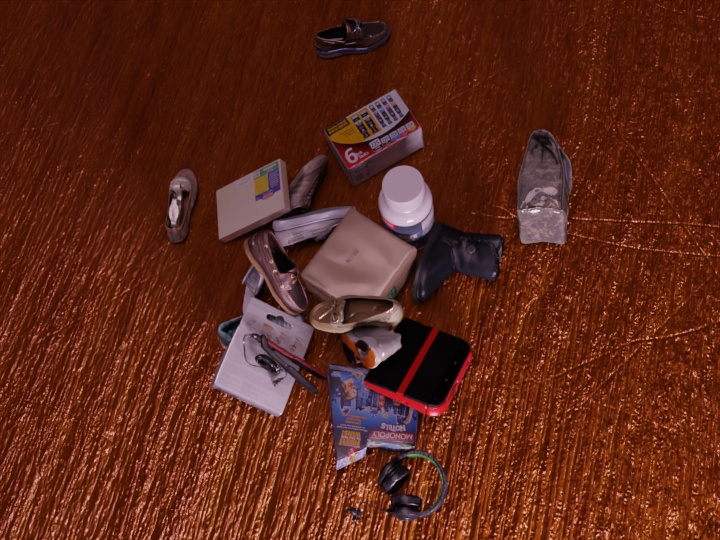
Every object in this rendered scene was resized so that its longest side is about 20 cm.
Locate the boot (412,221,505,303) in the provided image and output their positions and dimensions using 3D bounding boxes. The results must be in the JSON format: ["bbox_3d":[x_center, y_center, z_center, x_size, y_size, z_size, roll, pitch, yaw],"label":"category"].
[{"bbox_3d":[0.213,-0.006,1.691,0.165,0.077,0.203,14,63,19],"label":"boot"}]

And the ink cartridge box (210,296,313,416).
[{"bbox_3d":[-0.205,0.182,1.653,0.158,0.047,0.203,27,67,-14],"label":"ink cartridge box"}]

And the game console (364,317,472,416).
[{"bbox_3d":[0.123,0.194,1.609,0.174,0.031,0.201,18,47,20],"label":"game console"}]

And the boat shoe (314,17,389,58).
[{"bbox_3d":[-0.021,-0.597,1.996,0.196,0.073,0.073,-18,64,1],"label":"boat shoe"}]

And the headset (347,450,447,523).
[{"bbox_3d":[0.071,0.426,1.512,0.197,0.094,0.125,-27,64,4],"label":"headset"}]

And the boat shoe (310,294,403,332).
[{"bbox_3d":[-0.014,0.079,1.582,0.196,0.063,0.075,-8,67,15],"label":"boat shoe"}]

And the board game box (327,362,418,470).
[{"bbox_3d":[0.015,0.303,1.581,0.195,0.062,0.203,8,60,2],"label":"board game box"}]

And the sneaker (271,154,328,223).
[{"bbox_3d":[-0.133,-0.180,1.839,0.075,0.070,0.200,43,85,9],"label":"sneaker"}]

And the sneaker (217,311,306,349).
[{"bbox_3d":[-0.215,0.128,1.695,0.196,0.087,0.079,-14,64,2],"label":"sneaker"}]

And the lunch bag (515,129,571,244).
[{"bbox_3d":[0.396,-0.181,1.693,0.115,0.164,0.204,1,66,15],"label":"lunch bag"}]

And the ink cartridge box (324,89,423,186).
[{"bbox_3d":[0.022,-0.330,1.864,0.198,0.084,0.177,-30,65,-4],"label":"ink cartridge box"}]

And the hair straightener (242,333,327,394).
[{"bbox_3d":[-0.165,0.198,1.614,0.199,0.041,0.078,37,67,-17],"label":"hair straightener"}]

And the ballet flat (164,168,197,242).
[{"bbox_3d":[-0.430,-0.167,1.872,0.066,0.068,0.204,-5,65,6],"label":"ballet flat"}]

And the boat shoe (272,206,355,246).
[{"bbox_3d":[-0.102,-0.100,1.796,0.196,0.074,0.068,-12,102,-9],"label":"boat shoe"}]

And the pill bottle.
[{"bbox_3d":[0.099,-0.135,1.699,0.117,0.201,0.122,-4,65,7],"label":"pill bottle"}]

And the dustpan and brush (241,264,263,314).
[{"bbox_3d":[-0.231,-0.012,1.761,0.056,0.141,0.202,24,41,-2],"label":"dustpan and brush"}]

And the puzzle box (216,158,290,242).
[{"bbox_3d":[-0.251,-0.161,1.822,0.197,0.025,0.136,-22,61,26],"label":"puzzle box"}]

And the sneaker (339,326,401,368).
[{"bbox_3d":[0.022,0.149,1.618,0.090,0.199,0.077,-20,104,-20],"label":"sneaker"}]

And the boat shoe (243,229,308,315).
[{"bbox_3d":[-0.165,0.006,1.651,0.069,0.201,0.071,-22,26,27],"label":"boat shoe"}]

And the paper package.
[{"bbox_3d":[0.000,0.000,1.709,0.189,0.104,0.201,32,74,21],"label":"paper package"}]
